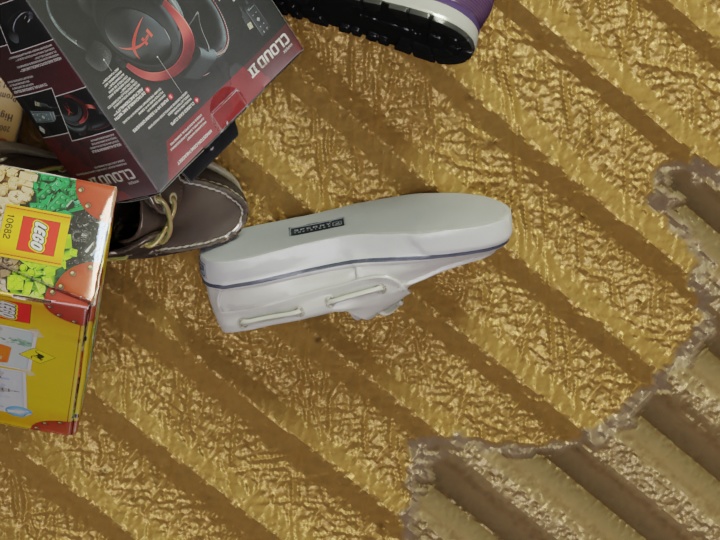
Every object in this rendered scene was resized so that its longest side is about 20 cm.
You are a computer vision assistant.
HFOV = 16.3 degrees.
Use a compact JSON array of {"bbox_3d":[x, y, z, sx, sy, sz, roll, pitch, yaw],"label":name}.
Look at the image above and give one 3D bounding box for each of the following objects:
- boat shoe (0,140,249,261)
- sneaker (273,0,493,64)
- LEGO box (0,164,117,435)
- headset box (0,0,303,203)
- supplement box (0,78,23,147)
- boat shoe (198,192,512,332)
[{"bbox_3d":[-0.149,-0.037,1.530,0.200,0.060,0.072,6,110,-36],"label":"boat shoe"},{"bbox_3d":[-0.011,-0.199,1.532,0.200,0.076,0.088,21,71,2],"label":"sneaker"},{"bbox_3d":[-0.225,0.014,1.449,0.149,0.200,0.077,11,64,-5],"label":"LEGO box"},{"bbox_3d":[-0.136,-0.145,1.467,0.149,0.075,0.200,-48,115,-33],"label":"headset box"},{"bbox_3d":[-0.268,-0.103,1.532,0.126,0.074,0.200,13,107,-9],"label":"supplement box"},{"bbox_3d":[0.000,0.000,1.586,0.199,0.072,0.066,-11,113,1],"label":"boat shoe"}]
